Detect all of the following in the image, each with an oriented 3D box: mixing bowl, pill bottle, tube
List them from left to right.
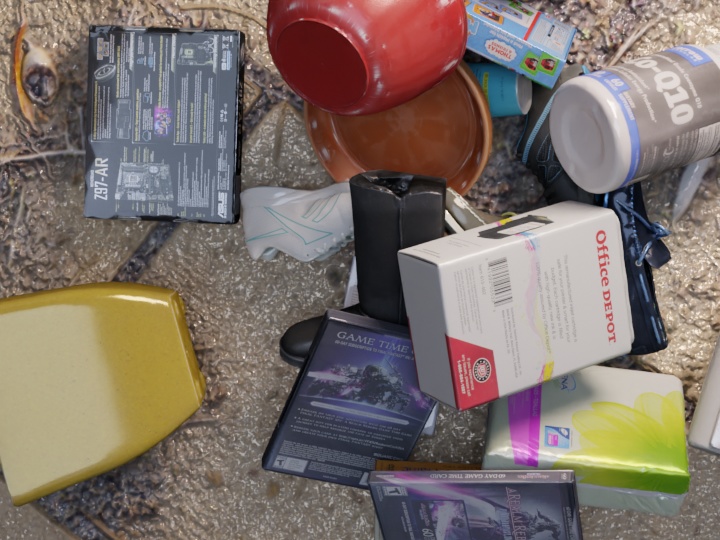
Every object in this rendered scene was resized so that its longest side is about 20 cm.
[{"bbox_3d":[-0.011,-0.218,1.402,0.199,0.109,0.201,19,137,18],"label":"mixing bowl"},{"bbox_3d":[0.073,-0.180,1.544,0.199,0.050,0.078,0,89,24],"label":"tube"},{"bbox_3d":[0.293,-0.154,1.475,0.199,0.114,0.115,-19,93,-25],"label":"pill bottle"}]

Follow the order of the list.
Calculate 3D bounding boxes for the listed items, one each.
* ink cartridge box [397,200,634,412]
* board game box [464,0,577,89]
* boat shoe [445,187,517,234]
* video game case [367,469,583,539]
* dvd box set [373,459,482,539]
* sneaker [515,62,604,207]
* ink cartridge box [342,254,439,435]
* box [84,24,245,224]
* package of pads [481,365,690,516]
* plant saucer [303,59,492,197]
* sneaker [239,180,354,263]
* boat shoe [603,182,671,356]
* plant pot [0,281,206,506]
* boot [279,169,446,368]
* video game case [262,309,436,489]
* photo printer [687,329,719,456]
[{"bbox_3d":[0.149,0.030,1.446,0.199,0.083,0.147,-16,106,-24],"label":"ink cartridge box"},{"bbox_3d":[0.112,-0.252,1.495,0.199,0.151,0.037,27,114,2],"label":"board game box"},{"bbox_3d":[0.152,-0.022,1.531,0.201,0.072,0.060,41,98,-20],"label":"boat shoe"},{"bbox_3d":[0.116,0.245,1.496,0.198,0.019,0.143,-1,135,13],"label":"video game case"},{"bbox_3d":[0.112,0.262,1.561,0.198,0.029,0.147,2,123,4],"label":"dvd box set"},{"bbox_3d":[0.203,-0.105,1.548,0.081,0.073,0.202,-5,88,20],"label":"sneaker"},{"bbox_3d":[0.037,0.061,1.578,0.118,0.042,0.202,11,97,4],"label":"ink cartridge box"},{"bbox_3d":[-0.203,-0.151,1.579,0.159,0.044,0.202,2,94,4],"label":"box"},{"bbox_3d":[0.224,0.161,1.518,0.198,0.155,0.069,7,127,4],"label":"package of pads"},{"bbox_3d":[0.039,-0.151,1.529,0.199,0.032,0.202,12,123,20],"label":"plant saucer"},{"bbox_3d":[-0.030,-0.048,1.541,0.199,0.070,0.081,-4,82,26],"label":"sneaker"},{"bbox_3d":[0.284,-0.015,1.540,0.068,0.084,0.201,1,108,23],"label":"boat shoe"},{"bbox_3d":[-0.265,0.102,1.533,0.199,0.196,0.196,-15,93,-1],"label":"plant pot"},{"bbox_3d":[0.001,0.000,1.483,0.164,0.066,0.201,-3,126,-5],"label":"boot"},{"bbox_3d":[0.000,0.134,1.519,0.142,0.019,0.201,13,122,-17],"label":"video game case"},{"bbox_3d":[0.428,0.105,1.516,0.165,0.069,0.201,19,84,-11],"label":"photo printer"}]
